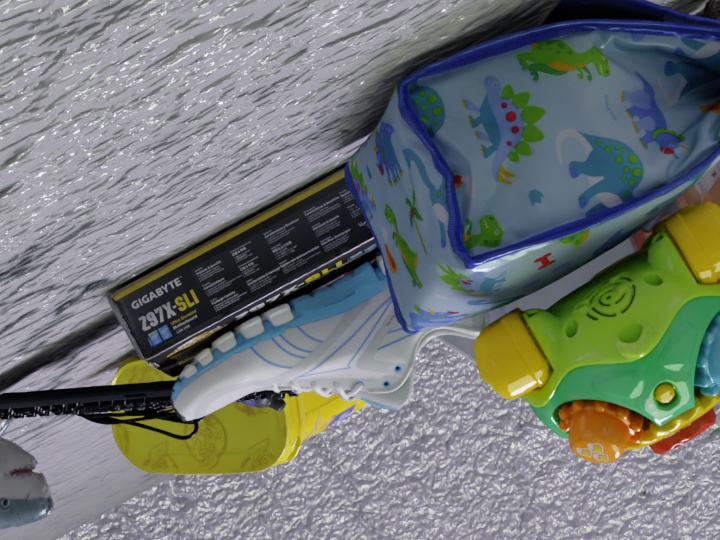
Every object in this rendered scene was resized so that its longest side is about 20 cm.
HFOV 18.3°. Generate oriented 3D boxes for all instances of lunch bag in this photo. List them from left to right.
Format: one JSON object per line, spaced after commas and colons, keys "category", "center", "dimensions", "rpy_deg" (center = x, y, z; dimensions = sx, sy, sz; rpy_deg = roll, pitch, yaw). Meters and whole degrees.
{"category": "lunch bag", "center": [0.107, -0.062, 1.142], "dimensions": [0.199, 0.128, 0.170], "rpy_deg": [-17, 172, -12]}

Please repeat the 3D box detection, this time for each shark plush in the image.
{"category": "shark plush", "center": [-0.290, 0.162, 1.444], "dimensions": [0.199, 0.084, 0.091], "rpy_deg": [-30, 175, 13]}

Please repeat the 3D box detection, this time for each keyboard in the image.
{"category": "keyboard", "center": [-0.131, 0.088, 1.395], "dimensions": [0.199, 0.040, 0.104], "rpy_deg": [-4, 178, 5]}

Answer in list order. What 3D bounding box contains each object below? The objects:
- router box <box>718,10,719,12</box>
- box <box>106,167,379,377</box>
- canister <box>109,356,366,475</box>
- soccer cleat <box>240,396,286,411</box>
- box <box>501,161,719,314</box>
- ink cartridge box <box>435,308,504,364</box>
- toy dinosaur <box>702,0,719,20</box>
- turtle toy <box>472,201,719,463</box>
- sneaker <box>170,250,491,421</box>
{"category": "router box", "center": [0.228, -0.079, 1.515], "dimensions": [0.200, 0.149, 0.051], "rpy_deg": [-32, -150, 29]}
{"category": "box", "center": [-0.044, -0.005, 1.330], "dimensions": [0.199, 0.049, 0.160], "rpy_deg": [-28, 172, -1]}
{"category": "canister", "center": [-0.072, 0.082, 1.654], "dimensions": [0.148, 0.087, 0.200], "rpy_deg": [-4, -170, 28]}
{"category": "soccer cleat", "center": [-0.056, 0.026, 1.539], "dimensions": [0.065, 0.083, 0.200], "rpy_deg": [-64, 175, 30]}
{"category": "box", "center": [0.174, -0.016, 1.373], "dimensions": [0.106, 0.153, 0.200], "rpy_deg": [-26, 178, 37]}
{"category": "ink cartridge box", "center": [0.113, 0.044, 1.459], "dimensions": [0.044, 0.173, 0.200], "rpy_deg": [-59, 172, 9]}
{"category": "toy dinosaur", "center": [0.280, -0.130, 1.387], "dimensions": [0.135, 0.086, 0.200], "rpy_deg": [-28, 143, 32]}
{"category": "turtle toy", "center": [0.142, 0.042, 1.152], "dimensions": [0.145, 0.101, 0.200], "rpy_deg": [-31, 178, 4]}
{"category": "sneaker", "center": [-0.014, 0.051, 1.307], "dimensions": [0.199, 0.087, 0.075], "rpy_deg": [-27, 176, 0]}
